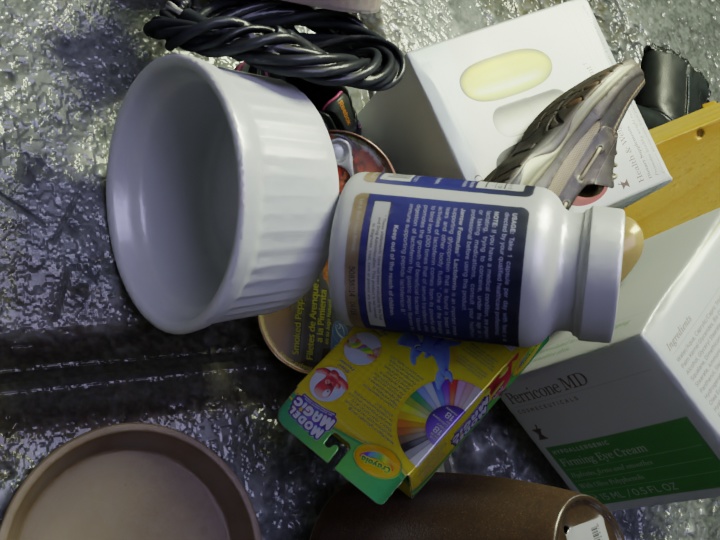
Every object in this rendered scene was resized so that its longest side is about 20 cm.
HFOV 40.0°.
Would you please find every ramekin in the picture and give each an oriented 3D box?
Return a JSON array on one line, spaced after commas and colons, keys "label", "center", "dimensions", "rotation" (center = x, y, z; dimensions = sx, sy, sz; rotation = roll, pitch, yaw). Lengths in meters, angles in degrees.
[{"label": "ramekin", "center": [-0.104, -0.056, 0.744], "dimensions": [0.097, 0.200, 0.202], "rotation": [-3, 74, -39]}]

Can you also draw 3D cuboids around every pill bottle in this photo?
[{"label": "pill bottle", "center": [0.085, -0.006, 0.713], "dimensions": [0.198, 0.116, 0.116], "rotation": [6, 63, 14]}]

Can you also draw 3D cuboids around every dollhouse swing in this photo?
[{"label": "dollhouse swing", "center": [0.351, -0.068, 1.074], "dimensions": [0.181, 0.176, 0.201], "rotation": [-21, 105, 4]}]

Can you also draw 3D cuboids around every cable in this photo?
[{"label": "cable", "center": [-0.061, -0.181, 0.762], "dimensions": [0.198, 0.163, 0.051], "rotation": [14, 107, -1]}]

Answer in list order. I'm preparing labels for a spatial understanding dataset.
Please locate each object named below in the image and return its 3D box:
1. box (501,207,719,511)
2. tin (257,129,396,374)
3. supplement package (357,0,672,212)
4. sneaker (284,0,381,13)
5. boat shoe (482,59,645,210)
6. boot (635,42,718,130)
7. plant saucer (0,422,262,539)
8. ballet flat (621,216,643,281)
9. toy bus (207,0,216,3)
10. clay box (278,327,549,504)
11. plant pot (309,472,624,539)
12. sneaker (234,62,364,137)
[{"label": "box", "center": [0.270, 0.084, 0.889], "dimensions": [0.172, 0.199, 0.200], "rotation": [52, 54, -7]}, {"label": "tin", "center": [-0.028, -0.015, 0.818], "dimensions": [0.111, 0.042, 0.202], "rotation": [4, 96, -11]}, {"label": "supplement package", "center": [0.136, -0.115, 0.917], "dimensions": [0.199, 0.147, 0.192], "rotation": [-22, 84, -23]}, {"label": "sneaker", "center": [-0.073, -0.264, 0.796], "dimensions": [0.198, 0.080, 0.071], "rotation": [6, 27, -14]}, {"label": "boat shoe", "center": [0.169, -0.090, 0.810], "dimensions": [0.200, 0.074, 0.073], "rotation": [-46, 104, -14]}, {"label": "boot", "center": [0.331, -0.191, 1.140], "dimensions": [0.198, 0.073, 0.163], "rotation": [34, 60, -27]}, {"label": "plant saucer", "center": [-0.164, 0.211, 0.710], "dimensions": [0.199, 0.029, 0.202], "rotation": [12, 66, -28]}, {"label": "ballet flat", "center": [0.158, 0.015, 0.879], "dimensions": [0.063, 0.200, 0.069], "rotation": [14, 46, -52]}, {"label": "toy bus", "center": [-0.092, -0.354, 0.905], "dimensions": [0.199, 0.136, 0.193], "rotation": [-17, 69, -33]}, {"label": "clay box", "center": [0.042, 0.081, 0.760], "dimensions": [0.115, 0.048, 0.200], "rotation": [35, 67, 26]}, {"label": "plant pot", "center": [0.092, 0.228, 0.736], "dimensions": [0.186, 0.199, 0.188], "rotation": [23, 56, -39]}, {"label": "sneaker", "center": [-0.030, -0.117, 0.875], "dimensions": [0.200, 0.086, 0.080], "rotation": [45, 56, -10]}]
